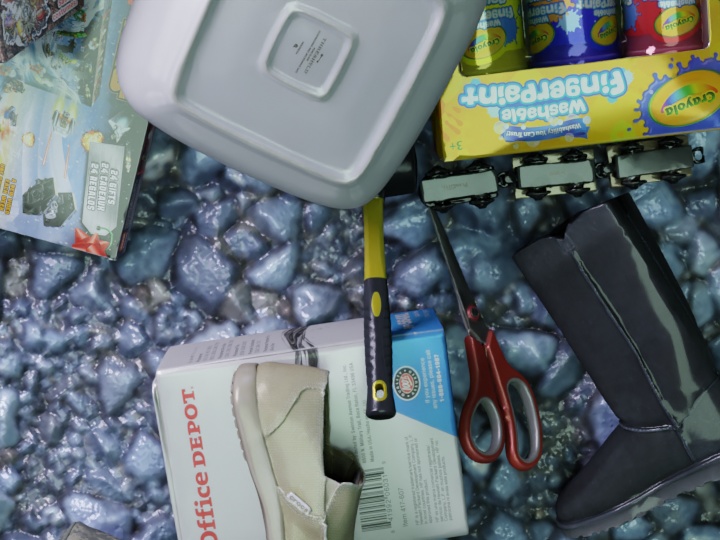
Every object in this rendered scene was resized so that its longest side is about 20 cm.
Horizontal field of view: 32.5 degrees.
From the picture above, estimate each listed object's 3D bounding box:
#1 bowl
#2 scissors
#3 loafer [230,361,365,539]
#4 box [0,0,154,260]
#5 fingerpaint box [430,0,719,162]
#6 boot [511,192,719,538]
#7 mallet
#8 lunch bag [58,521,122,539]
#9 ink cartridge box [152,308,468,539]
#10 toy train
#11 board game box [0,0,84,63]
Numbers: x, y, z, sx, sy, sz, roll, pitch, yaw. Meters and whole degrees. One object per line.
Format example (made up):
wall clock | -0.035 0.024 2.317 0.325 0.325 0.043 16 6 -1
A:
bowl | -0.034 -0.138 0.737 0.198 0.075 0.201 25 112 -16
scissors | 0.086 0.042 0.873 0.072 0.014 0.203 0 74 -33
loafer | -0.027 0.151 0.785 0.067 0.076 0.202 -15 100 7
box | -0.205 -0.122 0.837 0.135 0.040 0.202 15 99 -3
fingerpaint box | 0.141 -0.168 0.823 0.197 0.073 0.169 -6 99 0
boot | 0.163 0.068 0.865 0.164 0.066 0.201 -31 94 22
mallet | 0.000 0.000 0.818 0.065 0.041 0.202 4 65 5
lunch bag | -0.172 0.303 0.859 0.166 0.139 0.202 25 99 -5
ink cartridge box | -0.033 0.116 0.860 0.197 0.084 0.148 -7 100 0
toy train | 0.138 -0.066 0.855 0.197 0.046 0.035 -7 92 1
board game box | -0.261 -0.241 0.713 0.158 0.097 0.202 12 125 15
